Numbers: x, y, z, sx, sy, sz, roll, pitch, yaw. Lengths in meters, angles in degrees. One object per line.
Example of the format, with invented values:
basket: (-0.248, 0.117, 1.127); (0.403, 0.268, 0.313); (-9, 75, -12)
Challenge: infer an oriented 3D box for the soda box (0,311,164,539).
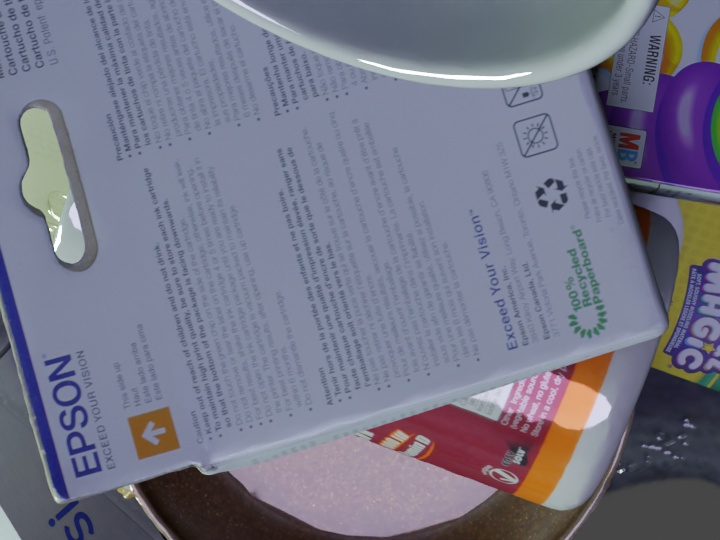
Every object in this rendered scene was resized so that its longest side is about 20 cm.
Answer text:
soda box: (-0.148, 0.087, 1.109); (0.063, 0.068, 0.200); (-18, 106, 43)

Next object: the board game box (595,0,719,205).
board game box: (0.181, -0.065, 0.902); (0.199, 0.105, 0.103); (10, 91, 4)

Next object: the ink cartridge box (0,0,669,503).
ink cartridge box: (-0.025, -0.045, 0.842); (0.199, 0.041, 0.200); (-15, 83, -2)

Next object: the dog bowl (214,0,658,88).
dog bowl: (0.003, -0.142, 0.711); (0.200, 0.079, 0.200); (23, 154, 12)

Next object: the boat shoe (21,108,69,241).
boat shoe: (-0.096, -0.036, 1.048); (0.074, 0.063, 0.202); (23, 130, 22)

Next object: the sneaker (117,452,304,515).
sneaker: (-0.013, 0.051, 1.055); (0.199, 0.075, 0.090); (4, 98, -5)

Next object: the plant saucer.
plant saucer: (0.003, 0.033, 0.993); (0.200, 0.037, 0.201); (0, 100, 2)

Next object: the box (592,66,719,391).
box: (0.099, -0.027, 1.013); (0.199, 0.048, 0.118); (18, 128, -2)

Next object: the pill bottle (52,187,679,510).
pill bottle: (0.000, 0.000, 0.914); (0.199, 0.110, 0.110); (20, 128, -1)
